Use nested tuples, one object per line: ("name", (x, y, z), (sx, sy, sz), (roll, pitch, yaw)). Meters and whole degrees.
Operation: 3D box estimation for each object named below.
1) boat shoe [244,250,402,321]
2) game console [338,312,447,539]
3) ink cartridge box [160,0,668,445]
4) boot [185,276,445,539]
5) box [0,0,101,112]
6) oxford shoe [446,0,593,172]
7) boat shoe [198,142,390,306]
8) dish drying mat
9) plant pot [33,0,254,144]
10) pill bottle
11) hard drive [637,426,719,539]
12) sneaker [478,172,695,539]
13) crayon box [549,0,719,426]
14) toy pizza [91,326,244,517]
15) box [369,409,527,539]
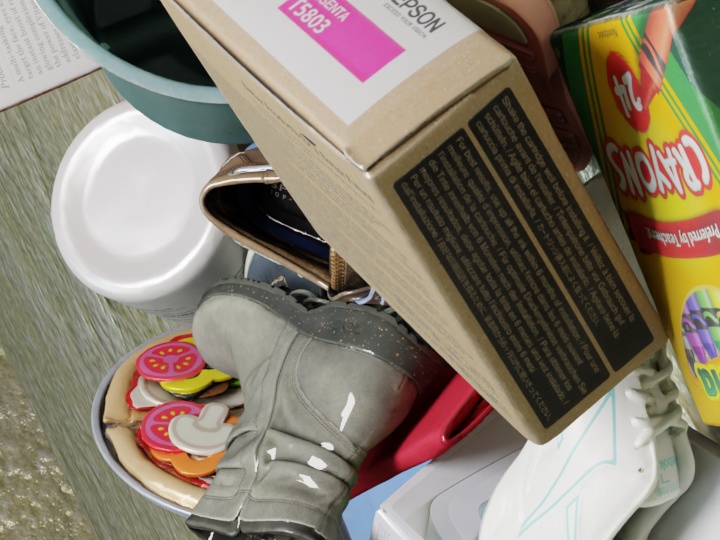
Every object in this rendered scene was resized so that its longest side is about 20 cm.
("boat shoe", (0.000, 0.000, 1.423), (0.200, 0.075, 0.062), (-30, 53, 49))
("game console", (0.047, 0.117, 1.475), (0.118, 0.170, 0.201), (-44, -68, -77))
("ink cartridge box", (0.017, -0.047, 1.098), (0.200, 0.075, 0.165), (45, 171, 49))
("boot", (-0.052, 0.077, 1.366), (0.068, 0.131, 0.200), (40, 164, -27))
("box", (-0.173, -0.167, 1.626), (0.107, 0.199, 0.152), (67, 167, -7))
("oxford shoe", (0.074, -0.100, 1.153), (0.071, 0.074, 0.200), (19, 164, 13))
("boat shoe", (0.012, -0.011, 1.306), (0.199, 0.072, 0.073), (14, 112, 30))
("dish drying mat", (0.034, 0.073, 1.352), (0.018, 0.077, 0.200), (42, 160, -5))
("plant pot", (-0.061, -0.152, 1.303), (0.201, 0.200, 0.196), (63, 174, 9))
("pill bottle", (-0.078, -0.022, 1.563), (0.115, 0.114, 0.200), (60, -165, 23))
("hard drive", (0.127, 0.176, 1.179), (0.132, 0.025, 0.201), (33, 104, 56))
("sneaker", (0.110, 0.057, 1.173), (0.080, 0.070, 0.201), (21, 109, 43))
("crayon box", (0.146, -0.010, 1.030), (0.201, 0.051, 0.127), (67, 165, -5))
("toy pizza", (-0.057, 0.079, 1.618), (0.200, 0.200, 0.032), (50, 145, 47))
("box", (0.087, 0.194, 1.354), (0.176, 0.097, 0.200), (41, 151, 19))
